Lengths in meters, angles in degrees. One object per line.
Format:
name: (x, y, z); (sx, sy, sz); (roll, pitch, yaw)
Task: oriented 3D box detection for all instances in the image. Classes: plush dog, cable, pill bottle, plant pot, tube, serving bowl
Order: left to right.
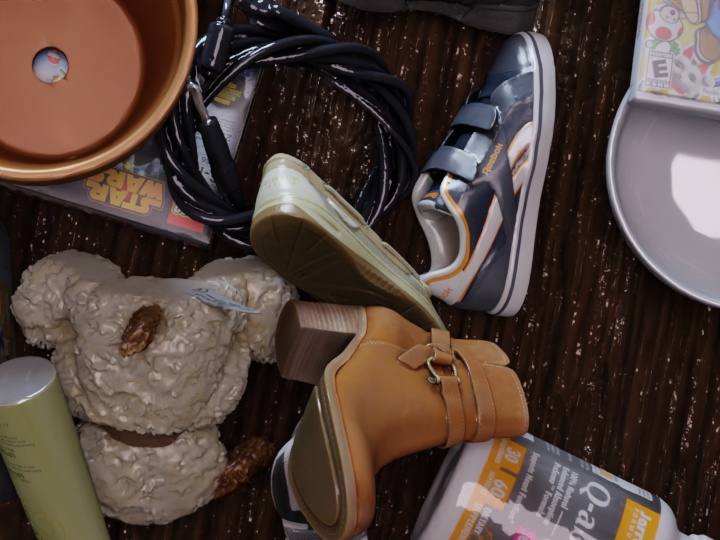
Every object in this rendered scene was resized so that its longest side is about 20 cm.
plant pot: (-0.203, -0.145, 1.249); (0.199, 0.140, 0.201); (0, 83, -4)
tube: (-0.194, 0.149, 1.251); (0.052, 0.058, 0.201); (-12, 124, 1)
plush dog: (-0.138, 0.089, 1.293); (0.199, 0.161, 0.173); (1, 109, -3)
cable: (-0.042, -0.085, 1.318); (0.200, 0.051, 0.164); (28, 74, -31)
pill bottle: (0.142, 0.187, 1.306); (0.199, 0.116, 0.117); (26, 82, -1)
serving bowl: (0.266, -0.067, 1.372); (0.199, 0.066, 0.201); (1, 83, -6)

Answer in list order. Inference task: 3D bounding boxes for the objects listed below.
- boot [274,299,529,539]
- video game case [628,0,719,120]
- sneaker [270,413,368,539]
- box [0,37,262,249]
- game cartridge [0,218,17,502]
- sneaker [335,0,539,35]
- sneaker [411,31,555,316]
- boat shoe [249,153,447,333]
boot: (0.034, 0.094, 1.217); (0.154, 0.074, 0.200); (11, 40, -19)
video game case: (0.294, -0.189, 1.344); (0.199, 0.023, 0.183); (8, 83, -3)
sneaker: (-0.015, 0.174, 1.317); (0.075, 0.116, 0.201); (2, 119, 6)
box: (-0.180, -0.109, 1.345); (0.199, 0.040, 0.138); (16, 83, -3)
game cartridge: (-0.254, 0.053, 1.280); (0.041, 0.133, 0.201); (-4, 84, -5)
sneaker: (0.071, -0.227, 1.356); (0.199, 0.060, 0.105); (11, 125, -9)
sneaker: (0.084, -0.072, 1.348); (0.079, 0.078, 0.201); (9, 84, -16)
boat shoe: (-0.003, 0.000, 1.307); (0.073, 0.201, 0.063); (-24, 44, 29)
